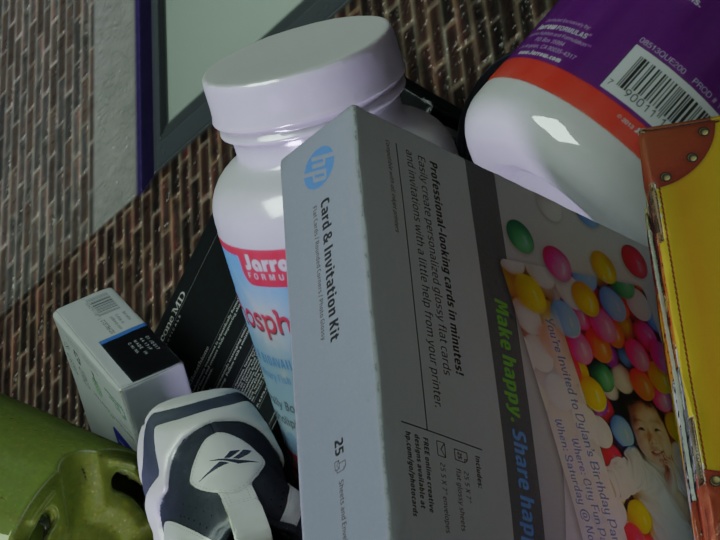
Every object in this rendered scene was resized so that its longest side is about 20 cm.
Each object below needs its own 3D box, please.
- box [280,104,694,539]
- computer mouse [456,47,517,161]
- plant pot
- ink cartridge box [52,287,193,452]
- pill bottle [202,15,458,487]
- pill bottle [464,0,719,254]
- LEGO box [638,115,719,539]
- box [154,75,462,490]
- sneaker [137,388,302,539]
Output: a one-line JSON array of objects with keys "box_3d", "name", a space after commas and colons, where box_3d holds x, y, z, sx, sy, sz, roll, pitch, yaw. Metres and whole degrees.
[{"box_3d": [0.066, 0.053, 0.610, 0.041, 0.199, 0.157, -34, 46, 37], "name": "box"}, {"box_3d": [0.108, -0.013, 0.822, 0.139, 0.053, 0.201, -46, 52, 25], "name": "computer mouse"}, {"box_3d": [-0.192, 0.130, 0.899, 0.189, 0.200, 0.202, 7, 76, 36], "name": "plant pot"}, {"box_3d": [-0.099, 0.116, 0.971, 0.099, 0.039, 0.201, 38, 145, 53], "name": "ink cartridge box"}, {"box_3d": [0.000, 0.000, 0.817, 0.108, 0.108, 0.201, 14, 126, 55], "name": "pill bottle"}, {"box_3d": [0.139, -0.091, 0.730, 0.200, 0.113, 0.112, -48, 33, -12], "name": "pill bottle"}, {"box_3d": [0.191, 0.022, 0.568, 0.198, 0.077, 0.150, -9, 57, 9], "name": "LEGO box"}, {"box_3d": [-0.016, -0.002, 0.953, 0.141, 0.079, 0.201, 38, 103, 52], "name": "box"}, {"box_3d": [-0.041, 0.162, 0.821, 0.130, 0.079, 0.201, -126, 30, -60], "name": "sneaker"}]
